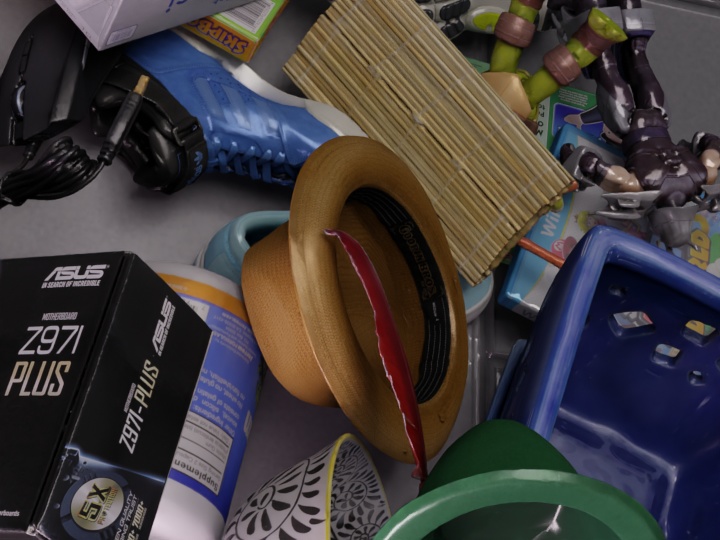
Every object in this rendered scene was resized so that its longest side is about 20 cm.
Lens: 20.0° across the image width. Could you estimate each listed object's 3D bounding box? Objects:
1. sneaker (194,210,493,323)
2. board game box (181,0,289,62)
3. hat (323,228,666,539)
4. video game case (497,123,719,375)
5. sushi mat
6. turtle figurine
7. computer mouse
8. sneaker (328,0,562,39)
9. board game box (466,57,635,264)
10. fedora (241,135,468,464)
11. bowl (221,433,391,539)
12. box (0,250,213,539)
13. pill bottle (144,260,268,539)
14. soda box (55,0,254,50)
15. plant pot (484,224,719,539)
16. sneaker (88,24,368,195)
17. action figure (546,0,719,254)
[{"bbox_3d":[0.000,0.000,1.283,0.199,0.082,0.074,0,68,-21],"label":"sneaker"},{"bbox_3d":[-0.078,-0.219,1.351,0.095,0.030,0.200,29,44,-2],"label":"board game box"},{"bbox_3d":[0.069,0.106,1.095,0.165,0.201,0.176,-3,37,-5],"label":"hat"},{"bbox_3d":[0.201,0.004,1.360,0.199,0.018,0.144,26,61,-8],"label":"video game case"},{"bbox_3d":[0.040,-0.095,1.299,0.200,0.096,0.012,50,19,16],"label":"sushi mat"},{"bbox_3d":[0.100,-0.105,1.316,0.200,0.162,0.064,42,15,18],"label":"turtle figurine"},{"bbox_3d":[-0.176,-0.115,1.227,0.046,0.140,0.201,51,47,-30],"label":"computer mouse"},{"bbox_3d":[0.056,-0.197,1.399,0.199,0.080,0.078,1,109,-27],"label":"sneaker"},{"bbox_3d":[0.103,-0.070,1.383,0.199,0.029,0.135,15,64,-14],"label":"board game box"},{"bbox_3d":[-0.009,0.021,1.187,0.200,0.081,0.202,33,51,-53],"label":"fedora"},{"bbox_3d":[-0.036,0.196,1.118,0.094,0.201,0.202,-9,67,11],"label":"bowl"},{"bbox_3d":[-0.200,0.084,1.100,0.086,0.199,0.164,48,49,-45],"label":"box"},{"bbox_3d":[-0.123,0.106,1.173,0.112,0.112,0.201,20,63,-11],"label":"pill bottle"},{"bbox_3d":[-0.098,-0.201,1.255,0.200,0.064,0.068,-26,68,-44],"label":"soda box"},{"bbox_3d":[0.166,0.124,1.234,0.199,0.180,0.201,26,61,-7],"label":"plant pot"},{"bbox_3d":[-0.082,-0.073,1.285,0.200,0.077,0.111,37,54,3],"label":"sneaker"},{"bbox_3d":[0.185,-0.098,1.355,0.130,0.069,0.201,-2,67,-32],"label":"action figure"}]
